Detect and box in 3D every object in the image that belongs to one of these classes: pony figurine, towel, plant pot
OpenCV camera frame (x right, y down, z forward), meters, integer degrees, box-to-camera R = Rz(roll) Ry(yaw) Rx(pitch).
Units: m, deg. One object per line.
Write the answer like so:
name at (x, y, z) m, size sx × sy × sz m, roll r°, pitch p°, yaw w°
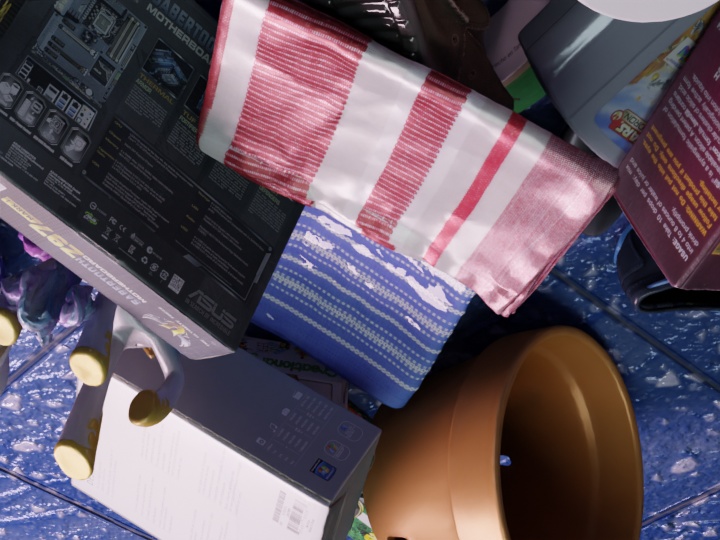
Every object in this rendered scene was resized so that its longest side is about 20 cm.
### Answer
pony figurine at (-0.151, -0.005, 0.840) m, size 0.165 × 0.201 × 0.194 m, roll -8°, pitch 122°, yaw 23°
towel at (0.014, -0.056, 0.673) m, size 0.199 × 0.023 × 0.144 m, roll 28°, pitch 151°, yaw 0°
plant pot at (0.095, 0.146, 0.976) m, size 0.139 × 0.201 × 0.200 m, roll -9°, pitch 139°, yaw 38°
towel at (0.000, 0.000, 0.891) m, size 0.144 × 0.024 × 0.201 m, roll 33°, pitch 137°, yaw 6°

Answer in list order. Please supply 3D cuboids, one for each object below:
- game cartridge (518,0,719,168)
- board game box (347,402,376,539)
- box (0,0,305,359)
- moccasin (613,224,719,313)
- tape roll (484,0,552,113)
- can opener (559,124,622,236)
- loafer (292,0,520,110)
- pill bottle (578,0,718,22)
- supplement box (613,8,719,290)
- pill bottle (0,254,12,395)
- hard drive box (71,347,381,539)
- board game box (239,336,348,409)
game cartridge at (0.180, -0.107, 0.737) m, size 0.199 × 0.042 × 0.133 m, roll 25°, pitch 117°, yaw -42°
board game box at (0.006, 0.179, 1.132) m, size 0.104 × 0.024 × 0.200 m, roll -26°, pitch 129°, yaw 27°
box at (-0.119, -0.071, 0.747) m, size 0.200 × 0.159 × 0.051 m, roll 40°, pitch 149°, yaw -29°
moccasin at (0.265, 0.011, 0.888) m, size 0.198 × 0.069 × 0.081 m, roll -2°, pitch 138°, yaw 6°
tape roll at (0.028, -0.144, 0.716) m, size 0.198 × 0.049 × 0.201 m, roll -8°, pitch 147°, yaw -5°
can opener at (0.084, -0.057, 0.795) m, size 0.198 × 0.063 × 0.079 m, roll -5°, pitch 113°, yaw -29°
loafer at (0.021, -0.117, 0.665) m, size 0.072 × 0.071 × 0.201 m, roll 9°, pitch 148°, yaw 33°
pill bottle at (0.114, -0.198, 0.567) m, size 0.110 × 0.201 × 0.112 m, roll 2°, pitch 139°, yaw 2°
supplement box at (0.229, -0.086, 0.689) m, size 0.109 × 0.086 × 0.201 m, roll 3°, pitch 133°, yaw -30°
pill bottle at (-0.289, 0.019, 0.897) m, size 0.118 × 0.121 × 0.201 m, roll 4°, pitch 147°, yaw -1°
hard drive box at (-0.100, 0.131, 0.959) m, size 0.199 × 0.077 × 0.157 m, roll 29°, pitch 137°, yaw 11°
board game box at (-0.074, 0.134, 1.052) m, size 0.125 × 0.035 × 0.201 m, roll 8°, pitch 132°, yaw 7°
